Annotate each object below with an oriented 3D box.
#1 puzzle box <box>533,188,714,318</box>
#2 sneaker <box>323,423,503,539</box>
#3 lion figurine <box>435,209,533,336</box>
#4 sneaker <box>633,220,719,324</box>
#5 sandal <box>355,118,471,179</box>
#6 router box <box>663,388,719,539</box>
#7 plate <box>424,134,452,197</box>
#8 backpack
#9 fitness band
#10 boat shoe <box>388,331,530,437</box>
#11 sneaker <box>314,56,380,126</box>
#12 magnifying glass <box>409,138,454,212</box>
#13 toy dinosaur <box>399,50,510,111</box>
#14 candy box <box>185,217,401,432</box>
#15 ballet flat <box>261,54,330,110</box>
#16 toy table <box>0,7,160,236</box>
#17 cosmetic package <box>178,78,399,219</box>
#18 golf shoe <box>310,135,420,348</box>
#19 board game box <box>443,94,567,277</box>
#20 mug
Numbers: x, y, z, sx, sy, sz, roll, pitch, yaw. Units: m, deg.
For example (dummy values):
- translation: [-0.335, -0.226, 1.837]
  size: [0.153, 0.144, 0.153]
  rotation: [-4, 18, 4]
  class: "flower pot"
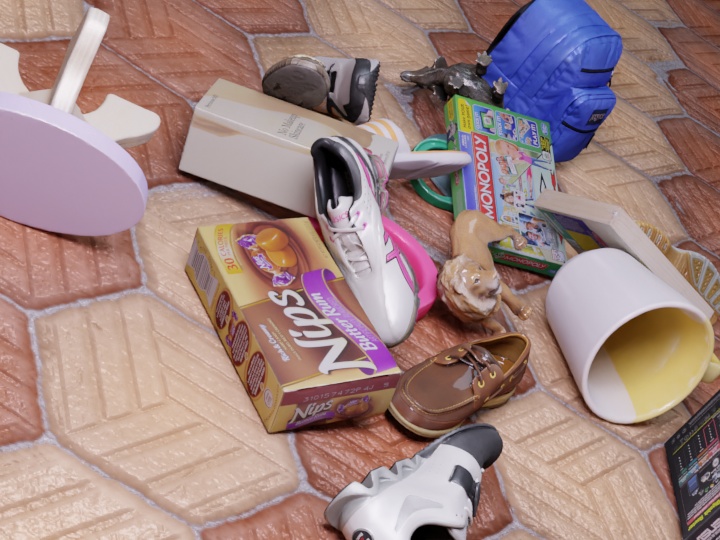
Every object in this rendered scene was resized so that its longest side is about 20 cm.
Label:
- translation: [0.293, -0.014, 1.631]
  size: [0.200, 0.026, 0.133]
  rotation: [43, -12, -33]
  class: "puzzle box"
- translation: [0.063, 0.191, 1.190]
  size: [0.199, 0.074, 0.089]
  rotation: [-22, 60, -45]
  class: "sneaker"
- translation: [0.119, -0.008, 1.506]
  size: [0.122, 0.072, 0.201]
  rotation: [41, 23, -27]
  class: "lion figurine"
- translation: [0.358, -0.003, 1.768]
  size: [0.200, 0.076, 0.087]
  rotation: [39, -11, -27]
  class: "sneaker"
- translation: [0.028, -0.131, 1.586]
  size: [0.205, 0.079, 0.060]
  rotation: [-5, 77, -36]
  class: "sandal"
- translation: [0.386, 0.167, 1.412]
  size: [0.062, 0.200, 0.150]
  rotation: [31, 29, -14]
  class: "router box"
- translation: [0.162, -0.107, 1.774]
  size: [0.199, 0.026, 0.201]
  rotation: [26, 30, -16]
  class: "plate"
- translation: [0.248, -0.247, 1.888]
  size: [0.168, 0.201, 0.162]
  rotation: [43, 30, 17]
  class: "backpack"
- translation: [0.000, 0.000, 1.439]
  size: [0.144, 0.038, 0.199]
  rotation: [43, 32, 15]
  class: "fitness band"
- translation: [0.094, 0.097, 1.358]
  size: [0.072, 0.068, 0.199]
  rotation: [45, 31, 19]
  class: "boat shoe"
- translation: [-0.031, -0.202, 1.628]
  size: [0.079, 0.074, 0.200]
  rotation: [14, -1, -15]
  class: "sneaker"
- translation: [0.138, -0.077, 1.686]
  size: [0.200, 0.022, 0.080]
  rotation: [39, 56, -6]
  class: "magnifying glass"
- translation: [0.148, -0.211, 1.822]
  size: [0.199, 0.077, 0.102]
  rotation: [37, -10, -3]
  class: "toy dinosaur"
- translation: [-0.062, 0.043, 1.273]
  size: [0.116, 0.057, 0.201]
  rotation: [-5, 45, -30]
  class: "candy box"
- translation: [-0.068, -0.187, 1.512]
  size: [0.067, 0.200, 0.047]
  rotation: [20, 75, -3]
  class: "ballet flat"
- translation: [-0.265, -0.124, 1.229]
  size: [0.199, 0.183, 0.118]
  rotation: [32, 43, -28]
  class: "toy table"
- translation: [-0.069, -0.114, 1.454]
  size: [0.198, 0.072, 0.105]
  rotation: [19, 25, -1]
  class: "cosmetic package"
- translation: [-0.006, -0.026, 1.325]
  size: [0.092, 0.072, 0.202]
  rotation: [21, 49, -60]
  class: "golf shoe"
- translation: [0.166, -0.098, 1.682]
  size: [0.133, 0.029, 0.202]
  rotation: [13, 56, -26]
  class: "board game box"
- translation: [0.275, 0.066, 1.544]
  size: [0.187, 0.149, 0.153]
  rotation: [55, 2, -39]
  class: "mug"
